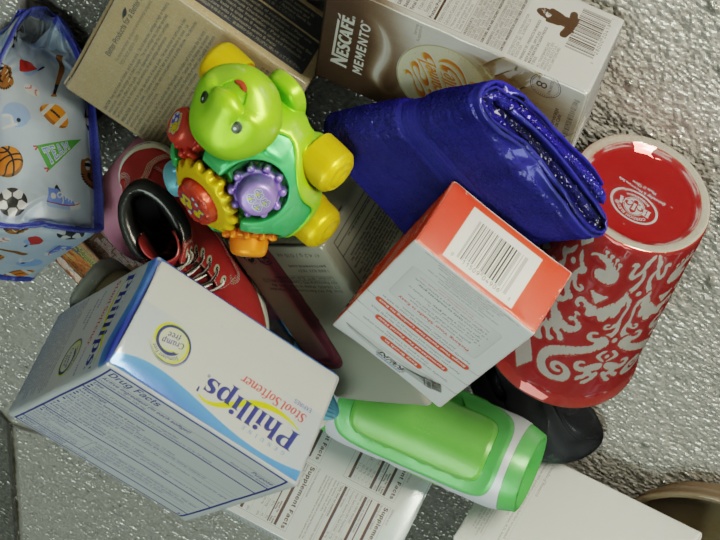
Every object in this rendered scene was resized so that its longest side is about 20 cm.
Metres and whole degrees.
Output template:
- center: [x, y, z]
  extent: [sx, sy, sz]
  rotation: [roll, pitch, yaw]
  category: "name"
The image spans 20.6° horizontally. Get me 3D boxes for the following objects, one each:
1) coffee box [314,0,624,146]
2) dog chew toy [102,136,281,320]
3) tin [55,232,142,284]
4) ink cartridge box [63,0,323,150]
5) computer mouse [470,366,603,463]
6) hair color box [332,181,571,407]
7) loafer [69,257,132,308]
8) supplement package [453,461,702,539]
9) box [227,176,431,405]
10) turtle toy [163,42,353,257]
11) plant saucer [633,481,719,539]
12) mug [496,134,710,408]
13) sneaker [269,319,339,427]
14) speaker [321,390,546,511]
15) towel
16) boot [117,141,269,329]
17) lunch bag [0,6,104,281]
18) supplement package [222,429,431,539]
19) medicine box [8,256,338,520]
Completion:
- center: [0.075, -0.160, 1.426]
  extent: [0.199, 0.080, 0.115]
  rotation: [24, 149, 8]
  category: "coffee box"
- center: [-0.132, -0.032, 1.710]
  extent: [0.200, 0.125, 0.124]
  rotation: [41, 146, -6]
  category: "dog chew toy"
- center: [-0.246, -0.008, 1.884]
  extent: [0.200, 0.042, 0.112]
  rotation: [47, 163, -6]
  category: "tin"
- center: [-0.128, -0.170, 1.577]
  extent: [0.164, 0.075, 0.200]
  rotation: [35, 148, -7]
  category: "ink cartridge box"
- center: [0.137, 0.115, 1.783]
  extent: [0.200, 0.053, 0.138]
  rotation: [45, 144, -22]
  category: "computer mouse"
- center: [0.065, 0.022, 1.483]
  extent: [0.111, 0.064, 0.200]
  rotation: [37, 153, -3]
  category: "hair color box"
- center: [-0.186, 0.043, 1.722]
  extent: [0.070, 0.075, 0.200]
  rotation: [39, -174, 17]
  category: "loafer"
- center: [0.198, 0.271, 1.838]
  extent: [0.199, 0.120, 0.122]
  rotation: [25, 150, 17]
  category: "supplement package"
- center: [0.000, 0.000, 1.661]
  extent: [0.108, 0.128, 0.201]
  rotation: [2, 138, 38]
  category: "box"
- center: [-0.087, -0.088, 1.459]
  extent: [0.146, 0.101, 0.201]
  rotation: [42, 152, 16]
  category: "turtle toy"
- center: [0.338, 0.258, 1.846]
  extent: [0.199, 0.030, 0.201]
  rotation: [20, 146, 14]
  category: "plant saucer"
- center: [0.163, -0.003, 1.516]
  extent: [0.176, 0.134, 0.200]
  rotation: [4, 146, -14]
  category: "mug"
- center: [-0.078, 0.098, 1.719]
  extent: [0.077, 0.081, 0.200]
  rotation: [57, 175, -22]
  category: "sneaker"
- center: [0.061, 0.140, 1.758]
  extent: [0.199, 0.089, 0.089]
  rotation: [23, 147, 15]
  category: "speaker"
- center: [0.075, -0.077, 1.431]
  extent: [0.148, 0.050, 0.199]
  rotation: [47, 152, -25]
  category: "towel"
- center: [-0.135, 0.005, 1.589]
  extent: [0.072, 0.144, 0.201]
  rotation: [-28, 110, 5]
  category: "boot"
- center: [-0.297, -0.107, 1.707]
  extent: [0.123, 0.202, 0.170]
  rotation: [3, 162, -32]
  category: "lunch bag"
- center: [-0.038, 0.194, 1.897]
  extent: [0.199, 0.152, 0.152]
  rotation: [27, 171, 4]
  category: "supplement package"
- center: [-0.150, 0.100, 1.578]
  extent: [0.182, 0.104, 0.200]
  rotation: [34, 150, -20]
  category: "medicine box"
